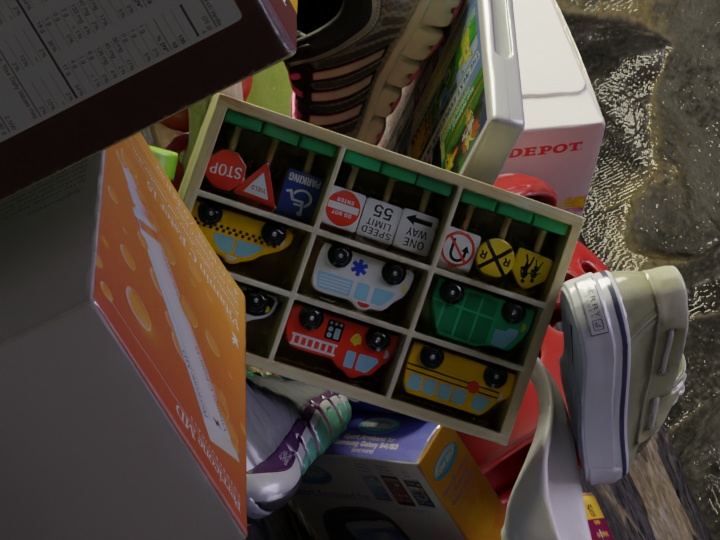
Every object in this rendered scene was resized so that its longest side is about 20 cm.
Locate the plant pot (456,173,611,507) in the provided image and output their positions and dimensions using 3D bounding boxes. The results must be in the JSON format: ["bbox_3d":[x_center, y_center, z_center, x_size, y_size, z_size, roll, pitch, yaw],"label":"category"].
[{"bbox_3d":[0.083,0.050,1.827,0.183,0.200,0.200,58,9,14],"label":"plant pot"}]

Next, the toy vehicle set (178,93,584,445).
[{"bbox_3d":[0.000,0.000,1.394,0.200,0.124,0.027,18,1,-12],"label":"toy vehicle set"}]

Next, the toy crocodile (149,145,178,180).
[{"bbox_3d":[-0.131,-0.029,1.333,0.200,0.062,0.068,-42,145,-81],"label":"toy crocodile"}]

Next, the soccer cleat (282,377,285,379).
[{"bbox_3d":[-0.016,0.049,1.567,0.085,0.069,0.200,38,-11,13],"label":"soccer cleat"}]

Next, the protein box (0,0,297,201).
[{"bbox_3d":[-0.142,-0.131,1.108,0.135,0.200,0.199,60,11,-21],"label":"protein box"}]

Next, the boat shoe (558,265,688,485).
[{"bbox_3d":[0.140,0.058,1.447,0.200,0.062,0.072,81,-3,-66],"label":"boat shoe"}]

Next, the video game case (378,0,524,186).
[{"bbox_3d":[0.043,-0.084,1.533,0.200,0.022,0.182,117,-22,-47],"label":"video game case"}]

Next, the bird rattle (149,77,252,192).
[{"bbox_3d":[-0.096,-0.085,1.457,0.163,0.113,0.200,101,-17,-56],"label":"bird rattle"}]

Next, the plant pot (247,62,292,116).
[{"bbox_3d":[-0.023,-0.104,1.745,0.200,0.200,0.190,51,28,-51],"label":"plant pot"}]

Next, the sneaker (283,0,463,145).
[{"bbox_3d":[-0.019,-0.118,1.537,0.087,0.200,0.074,19,40,-18],"label":"sneaker"}]

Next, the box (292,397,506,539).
[{"bbox_3d":[0.028,0.141,1.547,0.200,0.119,0.041,55,53,-35],"label":"box"}]

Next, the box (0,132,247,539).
[{"bbox_3d":[-0.117,0.031,1.137,0.124,0.097,0.200,59,12,-26],"label":"box"}]

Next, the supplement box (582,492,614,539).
[{"bbox_3d":[0.121,0.251,1.693,0.200,0.131,0.103,67,10,9],"label":"supplement box"}]

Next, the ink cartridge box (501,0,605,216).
[{"bbox_3d":[0.071,-0.080,1.964,0.200,0.147,0.145,101,-22,-47],"label":"ink cartridge box"}]

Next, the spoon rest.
[{"bbox_3d":[0.093,0.108,1.453,0.200,0.061,0.099,65,8,28],"label":"spoon rest"}]

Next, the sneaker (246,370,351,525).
[{"bbox_3d":[-0.060,0.067,1.411,0.088,0.074,0.200,58,12,-6],"label":"sneaker"}]
